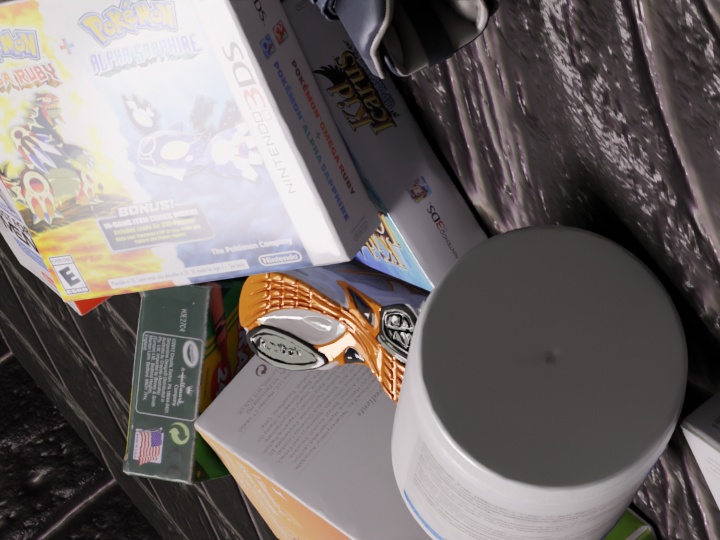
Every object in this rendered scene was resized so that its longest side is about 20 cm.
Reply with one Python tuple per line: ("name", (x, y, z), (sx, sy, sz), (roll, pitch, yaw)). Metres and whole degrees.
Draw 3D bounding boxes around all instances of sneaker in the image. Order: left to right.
("sneaker", (-0.010, -0.145, 1.349), (0.147, 0.077, 0.202), (56, 167, 4))
("sneaker", (0.034, 0.030, 1.701), (0.199, 0.092, 0.076), (21, 120, 28))

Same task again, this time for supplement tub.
("supplement tub", (0.083, 0.067, 1.452), (0.132, 0.132, 0.200), (52, 168, 10))

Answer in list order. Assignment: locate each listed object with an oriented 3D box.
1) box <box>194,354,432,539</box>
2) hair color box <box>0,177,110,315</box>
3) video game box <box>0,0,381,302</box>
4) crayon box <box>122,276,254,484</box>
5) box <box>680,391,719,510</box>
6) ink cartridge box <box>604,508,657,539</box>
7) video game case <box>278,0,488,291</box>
("box", (0.021, 0.139, 1.842), (0.200, 0.106, 0.152), (33, 163, 38))
("hair color box", (-0.218, -0.079, 1.890), (0.111, 0.064, 0.201), (35, 156, 57))
("video game box", (-0.110, -0.079, 1.575), (0.199, 0.047, 0.183), (-9, 116, 34))
("crayon box", (-0.086, 0.064, 1.939), (0.050, 0.128, 0.200), (7, -175, 19))
("box", (0.229, 0.159, 1.371), (0.144, 0.036, 0.201), (37, 160, 56))
("ink cartridge box", (0.156, 0.210, 1.710), (0.200, 0.076, 0.148), (37, 159, 39))
("video game case", (-0.022, -0.084, 1.650), (0.182, 0.045, 0.200), (57, 168, -18))
